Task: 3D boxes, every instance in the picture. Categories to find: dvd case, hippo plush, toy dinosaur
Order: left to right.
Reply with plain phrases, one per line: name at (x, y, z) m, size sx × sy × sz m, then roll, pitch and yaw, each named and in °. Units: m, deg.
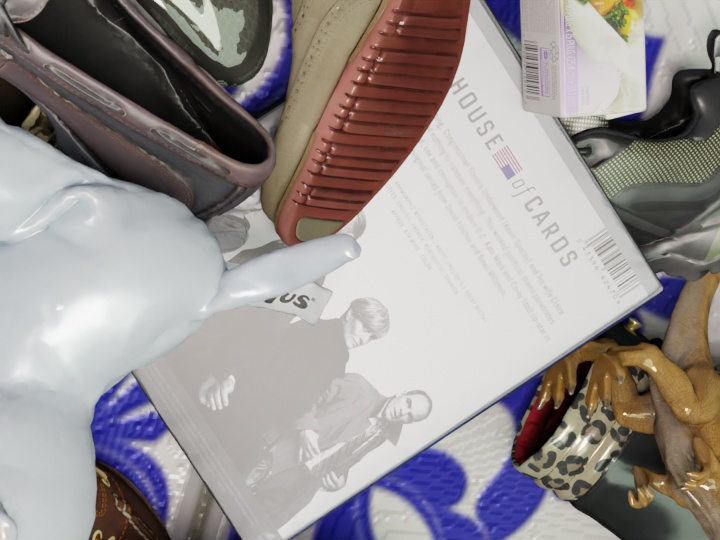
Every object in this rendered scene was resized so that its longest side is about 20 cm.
hippo plush at (-0.129, 0.044, 0.984) m, size 0.199 × 0.159 × 0.162 m, roll 22°, pitch 72°, yaw -3°
dvd case at (0.000, 0.000, 1.099) m, size 0.199 × 0.025 × 0.151 m, roll -33°, pitch 97°, yaw -1°
toy dinosaur at (0.135, 0.049, 1.154) m, size 0.106 × 0.201 × 0.060 m, roll 19°, pitch 144°, yaw -24°

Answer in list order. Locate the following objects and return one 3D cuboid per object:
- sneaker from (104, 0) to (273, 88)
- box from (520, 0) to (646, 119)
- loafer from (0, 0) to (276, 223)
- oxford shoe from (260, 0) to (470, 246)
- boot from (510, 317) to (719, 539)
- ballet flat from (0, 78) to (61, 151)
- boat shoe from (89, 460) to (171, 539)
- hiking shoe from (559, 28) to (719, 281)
sneaker at (-0.062, -0.151, 1.000) m, size 0.076 × 0.084 × 0.201 m, roll -16°, pitch 125°, yaw -16°
box at (0.084, -0.160, 1.057) m, size 0.038 × 0.041 × 0.202 m, roll -6°, pitch 99°, yaw -21°
loafer at (-0.108, -0.095, 0.996) m, size 0.200 × 0.063 × 0.072 m, roll 45°, pitch 52°, yaw -22°
oxford shoe at (0.001, -0.108, 1.056) m, size 0.070 × 0.075 × 0.201 m, roll 7°, pitch 109°, yaw -62°
boot at (0.170, 0.054, 1.218) m, size 0.153 × 0.073 × 0.204 m, roll 37°, pitch 68°, yaw -11°
ballet flat at (-0.173, -0.080, 1.009) m, size 0.199 × 0.046 × 0.068 m, roll 25°, pitch 104°, yaw -33°
boat shoe at (-0.135, 0.100, 1.108) m, size 0.070 × 0.070 × 0.200 m, roll -44°, pitch 126°, yaw 1°
hiking shoe at (0.080, -0.025, 1.153) m, size 0.199 × 0.076 × 0.101 m, roll -27°, pitch 104°, yaw -9°
